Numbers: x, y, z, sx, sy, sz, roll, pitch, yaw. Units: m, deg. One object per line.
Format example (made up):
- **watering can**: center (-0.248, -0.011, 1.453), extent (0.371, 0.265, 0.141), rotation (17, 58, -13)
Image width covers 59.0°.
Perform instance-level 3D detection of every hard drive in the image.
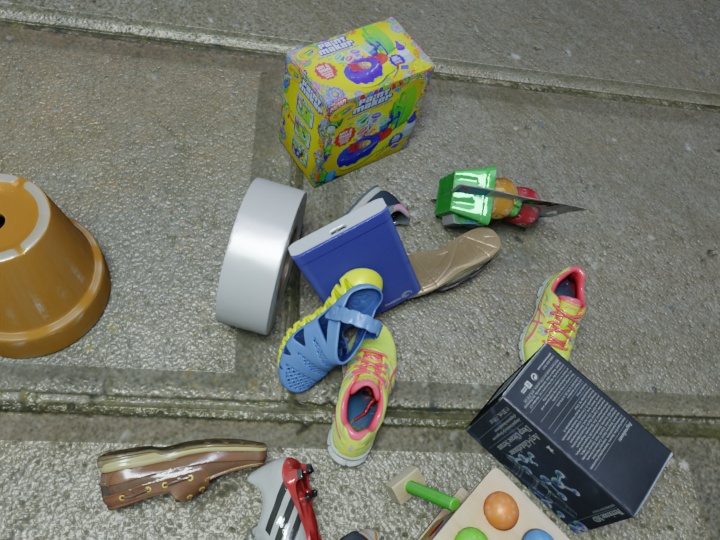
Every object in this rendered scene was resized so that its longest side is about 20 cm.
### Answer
- **hard drive**: center (0.000, 0.000, 0.849), extent (0.131, 0.200, 0.025), rotation (-28, 54, 1)

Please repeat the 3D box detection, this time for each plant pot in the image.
- **plant pot**: center (-0.435, -0.017, 0.802), extent (0.198, 0.184, 0.202), rotation (5, 60, -8)

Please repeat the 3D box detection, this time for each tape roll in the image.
- **tape roll**: center (-0.130, -0.017, 0.855), extent (0.070, 0.203, 0.204), rotation (15, 59, -3)

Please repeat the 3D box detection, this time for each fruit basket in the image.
- **fruit basket**: center (0.222, -0.098, 0.997), extent (0.198, 0.185, 0.095), rotation (15, 89, -7)

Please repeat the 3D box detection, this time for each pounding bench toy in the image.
- **pounding bench toy**: center (0.120, 0.304, 0.746), extent (0.200, 0.156, 0.124), rotation (43, 62, 15)

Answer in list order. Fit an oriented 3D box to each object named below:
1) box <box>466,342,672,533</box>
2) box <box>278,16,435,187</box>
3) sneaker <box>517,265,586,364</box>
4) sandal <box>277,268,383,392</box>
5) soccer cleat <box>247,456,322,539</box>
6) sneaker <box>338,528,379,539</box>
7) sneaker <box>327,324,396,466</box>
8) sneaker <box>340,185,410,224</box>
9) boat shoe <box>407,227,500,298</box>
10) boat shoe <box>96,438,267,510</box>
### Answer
- **box**: center (0.262, 0.221, 0.826), extent (0.200, 0.149, 0.107), rotation (41, 62, 13)
- **box**: center (-0.013, -0.269, 1.024), extent (0.199, 0.193, 0.122), rotation (-27, 69, -23)
- **sneaker**: center (0.293, 0.076, 0.949), extent (0.077, 0.091, 0.202), rotation (19, 60, -2)
- **sandal**: center (-0.038, 0.091, 0.824), extent (0.079, 0.200, 0.087), rotation (25, 25, -33)
- **soccer cleat**: center (-0.084, 0.326, 0.752), extent (0.084, 0.069, 0.202), rotation (-17, 76, 16)
- **sneaker**: center (0.029, 0.394, 0.720), extent (0.079, 0.078, 0.202), rotation (-12, 79, -53)
- **sneaker**: center (0.011, 0.151, 0.842), extent (0.077, 0.091, 0.202), rotation (12, 58, -2)
- **sneaker**: center (0.003, -0.049, 0.973), extent (0.082, 0.070, 0.200), rotation (33, 61, 12)
- **boat shoe**: center (0.122, 0.002, 0.972), extent (0.198, 0.065, 0.072), rotation (-26, 58, -4)
- **boat shoe**: center (-0.212, 0.244, 0.771), extent (0.198, 0.072, 0.068), rotation (-3, 82, -18)
